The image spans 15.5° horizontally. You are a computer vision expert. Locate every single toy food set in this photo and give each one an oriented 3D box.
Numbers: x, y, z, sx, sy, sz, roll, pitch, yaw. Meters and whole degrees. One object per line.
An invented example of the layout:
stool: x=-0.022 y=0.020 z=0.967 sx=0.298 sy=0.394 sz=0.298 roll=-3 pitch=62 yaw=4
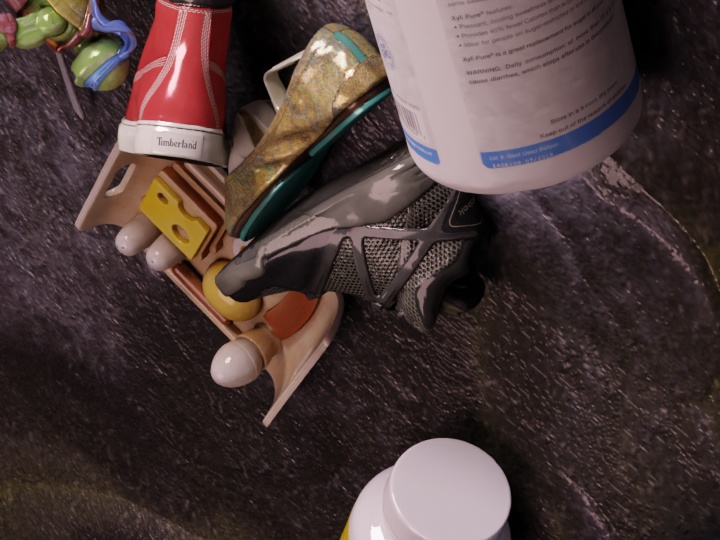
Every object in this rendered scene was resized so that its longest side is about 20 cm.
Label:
toy food set: x=-0.107 y=0.005 z=1.808 sx=0.200 sy=0.060 sz=0.144 roll=45 pitch=148 yaw=6

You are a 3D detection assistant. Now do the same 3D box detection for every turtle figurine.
turtle figurine: x=-0.245 y=-0.176 z=1.706 sx=0.194 sy=0.144 sz=0.200 roll=59 pitch=150 yaw=-1

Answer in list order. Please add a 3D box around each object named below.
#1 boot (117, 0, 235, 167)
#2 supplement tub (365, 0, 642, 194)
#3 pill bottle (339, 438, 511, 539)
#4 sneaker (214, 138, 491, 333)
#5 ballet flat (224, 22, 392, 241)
boot: x=-0.109 y=-0.140 z=1.665 sx=0.200 sy=0.072 sz=0.144 roll=-173 pitch=90 yaw=-83
supplement tub: x=0.066 y=-0.153 z=1.371 sx=0.132 sy=0.132 sz=0.200 roll=17 pitch=135 yaw=40
pill bottle: x=0.039 y=0.197 z=1.786 sx=0.111 sy=0.111 sz=0.200 roll=40 pitch=146 yaw=14
sneaker: x=0.000 y=0.000 z=1.632 sx=0.199 sy=0.076 sz=0.114 roll=-26 pitch=104 yaw=36
ballet flat: x=-0.044 y=-0.089 z=1.631 sx=0.071 sy=0.071 sz=0.200 roll=48 pitch=142 yaw=2
